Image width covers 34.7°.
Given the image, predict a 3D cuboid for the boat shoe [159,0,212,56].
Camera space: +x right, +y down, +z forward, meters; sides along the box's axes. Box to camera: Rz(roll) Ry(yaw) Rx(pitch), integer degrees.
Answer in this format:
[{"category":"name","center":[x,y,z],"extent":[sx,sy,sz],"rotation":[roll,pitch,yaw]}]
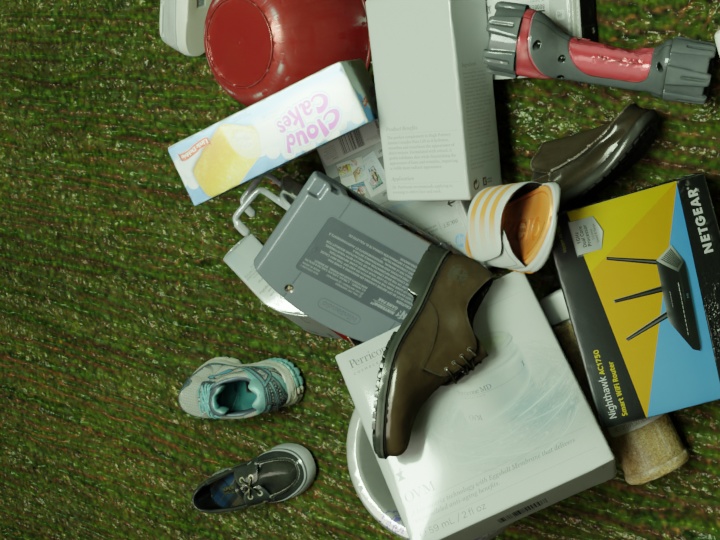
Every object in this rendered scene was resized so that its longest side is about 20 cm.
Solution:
[{"category":"boat shoe","center":[-0.203,-0.353,1.340],"extent":[0.068,0.072,0.201],"rotation":[22,125,30]}]

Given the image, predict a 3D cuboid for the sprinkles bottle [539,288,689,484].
[{"category":"sprinkles bottle","center":[0.247,0.105,1.122],"extent":[0.068,0.068,0.201],"rotation":[-29,86,39]}]

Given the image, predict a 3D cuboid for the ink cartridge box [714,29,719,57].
[{"category":"ink cartridge box","center":[0.405,-0.129,0.947],"extent":[0.176,0.045,0.201],"rotation":[-15,94,40]}]

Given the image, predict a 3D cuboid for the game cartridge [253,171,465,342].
[{"category":"game cartridge","center":[0.000,0.000,1.160],"extent":[0.134,0.199,0.041],"rotation":[-55,24,15]}]

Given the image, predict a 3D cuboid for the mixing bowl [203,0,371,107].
[{"category":"mixing bowl","center":[-0.099,-0.253,1.258],"extent":[0.199,0.108,0.201],"rotation":[11,109,35]}]

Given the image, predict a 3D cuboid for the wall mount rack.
[{"category":"wall mount rack","center":[-0.055,-0.031,1.252],"extent":[0.173,0.200,0.075],"rotation":[37,99,-9]}]

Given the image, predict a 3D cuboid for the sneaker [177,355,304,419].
[{"category":"sneaker","center":[-0.169,0.150,1.442],"extent":[0.199,0.086,0.078],"rotation":[-15,93,39]}]

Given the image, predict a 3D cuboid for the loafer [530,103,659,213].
[{"category":"loafer","center":[0.196,-0.097,1.097],"extent":[0.200,0.073,0.071],"rotation":[-43,77,37]}]

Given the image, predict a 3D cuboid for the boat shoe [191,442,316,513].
[{"category":"boat shoe","center":[-0.138,0.274,1.473],"extent":[0.200,0.057,0.069],"rotation":[-26,87,39]}]

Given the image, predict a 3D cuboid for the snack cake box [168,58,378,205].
[{"category":"snack cake box","center":[-0.082,-0.142,1.173],"extent":[0.199,0.115,0.067],"rotation":[-24,95,15]}]

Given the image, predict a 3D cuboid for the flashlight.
[{"category":"flashlight","center":[0.213,-0.194,1.028],"extent":[0.199,0.068,0.068],"rotation":[11,106,17]}]

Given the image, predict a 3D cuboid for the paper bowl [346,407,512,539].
[{"category":"paper bowl","center":[0.091,0.189,1.209],"extent":[0.199,0.104,0.202],"rotation":[-3,75,12]}]

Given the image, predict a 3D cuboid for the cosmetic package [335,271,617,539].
[{"category":"cosmetic package","center":[0.111,0.138,1.102],"extent":[0.199,0.123,0.201],"rotation":[-26,69,5]}]

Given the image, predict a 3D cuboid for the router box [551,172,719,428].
[{"category":"router box","center":[0.264,0.028,1.053],"extent":[0.148,0.051,0.201],"rotation":[-16,92,8]}]

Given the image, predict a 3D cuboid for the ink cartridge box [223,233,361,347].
[{"category":"ink cartridge box","center":[-0.054,0.058,1.283],"extent":[0.047,0.160,0.200],"rotation":[-42,73,0]}]

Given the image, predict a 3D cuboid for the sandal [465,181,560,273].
[{"category":"sandal","center":[0.122,-0.038,1.072],"extent":[0.207,0.059,0.080],"rotation":[165,115,-73]}]

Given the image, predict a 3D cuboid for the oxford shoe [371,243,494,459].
[{"category":"oxford shoe","center":[0.066,0.078,1.027],"extent":[0.084,0.073,0.201],"rotation":[19,78,15]}]

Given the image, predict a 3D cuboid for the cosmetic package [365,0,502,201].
[{"category":"cosmetic package","center":[0.073,-0.170,1.125],"extent":[0.101,0.074,0.201],"rotation":[2,102,36]}]

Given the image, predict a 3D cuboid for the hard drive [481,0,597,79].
[{"category":"hard drive","center":[0.152,-0.285,1.101],"extent":[0.139,0.038,0.201],"rotation":[4,106,37]}]

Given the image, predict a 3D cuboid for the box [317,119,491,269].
[{"category":"box","center":[0.048,-0.076,1.239],"extent":[0.155,0.041,0.201],"rotation":[-21,89,38]}]
